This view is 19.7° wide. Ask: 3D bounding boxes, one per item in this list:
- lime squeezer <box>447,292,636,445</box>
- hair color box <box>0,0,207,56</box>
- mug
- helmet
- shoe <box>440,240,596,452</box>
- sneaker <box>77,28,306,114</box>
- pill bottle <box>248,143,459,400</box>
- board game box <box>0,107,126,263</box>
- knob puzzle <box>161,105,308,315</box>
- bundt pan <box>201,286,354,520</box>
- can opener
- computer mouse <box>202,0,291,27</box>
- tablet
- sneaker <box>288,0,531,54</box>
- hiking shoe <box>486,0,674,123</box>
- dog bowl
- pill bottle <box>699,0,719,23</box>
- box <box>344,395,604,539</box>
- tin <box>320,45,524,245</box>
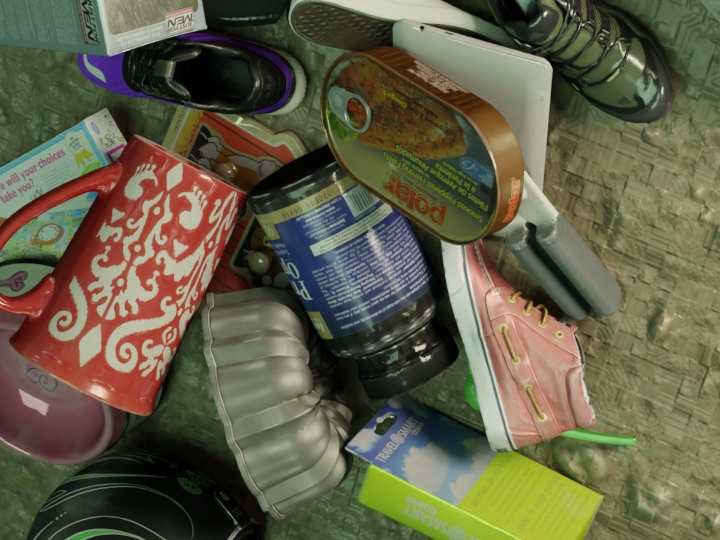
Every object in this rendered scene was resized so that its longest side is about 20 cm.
[{"bbox_3d":[0.134,0.102,1.734,0.200,0.038,0.071,40,89,6],"label":"lime squeezer"},{"bbox_3d":[-0.226,-0.218,1.680,0.200,0.099,0.061,12,117,47],"label":"hair color box"},{"bbox_3d":[-0.195,-0.005,1.680,0.133,0.177,0.200,31,93,39],"label":"mug"},{"bbox_3d":[-0.204,0.258,1.850,0.190,0.200,0.200,22,117,15],"label":"helmet"},{"bbox_3d":[0.128,0.042,1.682,0.091,0.071,0.200,-14,91,10],"label":"shoe"},{"bbox_3d":[-0.152,-0.170,1.703,0.200,0.100,0.070,10,101,18],"label":"sneaker"},{"bbox_3d":[0.000,0.000,1.699,0.112,0.112,0.200,-21,103,29],"label":"pill bottle"},{"bbox_3d":[-0.263,-0.045,1.825,0.200,0.034,0.135,-23,99,39],"label":"board game box"},{"bbox_3d":[-0.100,-0.034,1.780,0.219,0.030,0.220,8,112,21],"label":"knob puzzle"},{"bbox_3d":[-0.060,0.102,1.727,0.076,0.202,0.202,-17,103,9],"label":"bundt pan"},{"bbox_3d":[0.144,-0.035,1.622,0.053,0.067,0.200,-9,136,35],"label":"can opener"},{"bbox_3d":[-0.116,-0.249,1.690,0.200,0.053,0.139,3,111,23],"label":"computer mouse"},{"bbox_3d":[0.084,-0.106,1.634,0.130,0.014,0.200,18,140,16],"label":"tablet"},{"bbox_3d":[0.047,-0.202,1.632,0.200,0.085,0.073,19,136,-8],"label":"sneaker"},{"bbox_3d":[0.151,-0.178,1.572,0.200,0.101,0.076,43,121,3],"label":"hiking shoe"},{"bbox_3d":[-0.279,0.090,1.849,0.200,0.074,0.200,15,132,17],"label":"dog bowl"},{"bbox_3d":[0.302,-0.214,1.484,0.200,0.114,0.114,48,120,0],"label":"pill bottle"},{"bbox_3d":[0.091,0.184,1.726,0.200,0.122,0.048,26,119,13],"label":"box"},{"bbox_3d":[0.046,-0.096,1.571,0.200,0.042,0.112,36,128,36],"label":"tin"}]
